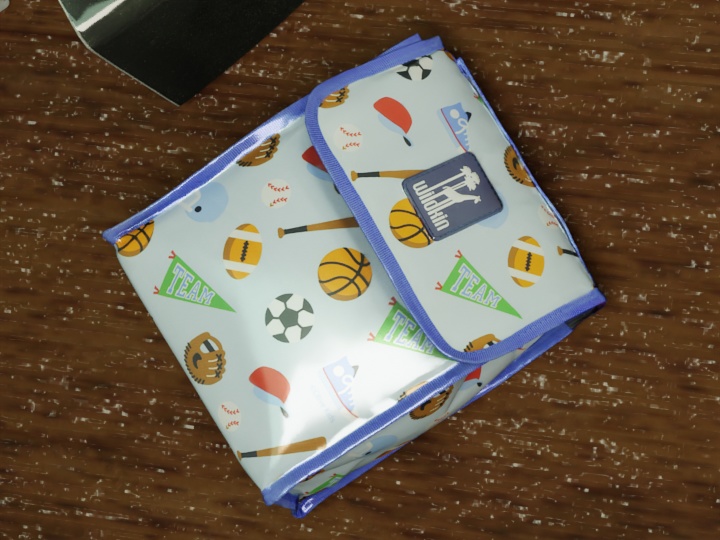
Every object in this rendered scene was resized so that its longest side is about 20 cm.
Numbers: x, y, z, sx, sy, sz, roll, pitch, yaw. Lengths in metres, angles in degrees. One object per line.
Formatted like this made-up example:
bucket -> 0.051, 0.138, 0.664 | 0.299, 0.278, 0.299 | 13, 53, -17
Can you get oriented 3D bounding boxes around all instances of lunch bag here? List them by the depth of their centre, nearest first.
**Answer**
lunch bag -> 0.000, 0.000, 1.414 | 0.199, 0.124, 0.170 | -32, 80, 3

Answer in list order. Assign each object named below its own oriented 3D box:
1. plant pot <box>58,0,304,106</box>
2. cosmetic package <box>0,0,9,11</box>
plant pot -> -0.085, -0.225, 1.411 | 0.177, 0.199, 0.201 | -31, 80, 6
cosmetic package -> -0.304, -0.139, 1.544 | 0.200, 0.074, 0.102 | -32, 81, 18
